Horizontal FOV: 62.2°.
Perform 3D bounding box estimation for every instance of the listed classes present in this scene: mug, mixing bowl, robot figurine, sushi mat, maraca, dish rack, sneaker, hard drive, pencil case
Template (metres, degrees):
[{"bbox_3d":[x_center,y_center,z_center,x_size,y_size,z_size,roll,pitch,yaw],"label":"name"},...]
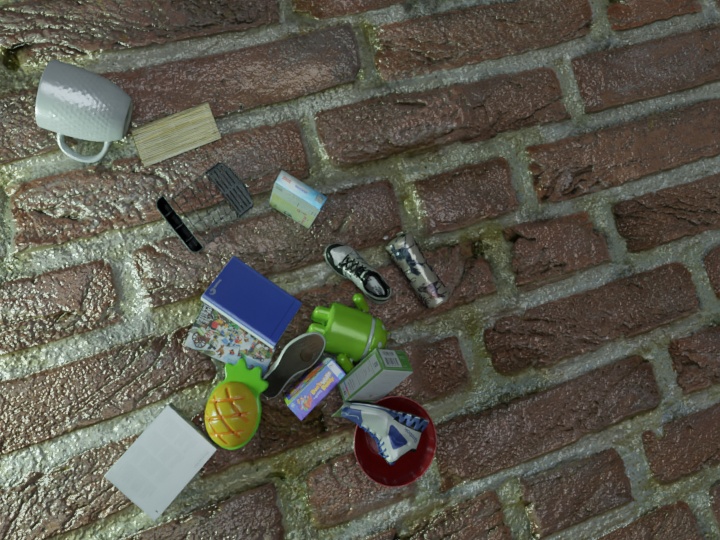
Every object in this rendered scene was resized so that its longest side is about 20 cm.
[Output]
[{"bbox_3d":[-0.612,-0.341,1.333,0.172,0.148,0.203,15,112,-16],"label":"mug"},{"bbox_3d":[0.070,0.395,1.410,0.196,0.108,0.205,1,84,-12],"label":"mixing bowl"},{"bbox_3d":[-0.025,0.149,1.408,0.197,0.116,0.178,20,64,-9],"label":"robot figurine"},{"bbox_3d":[-0.439,-0.325,1.420,0.197,0.012,0.097,-24,91,-12],"label":"sushi mat"},{"bbox_3d":[-0.280,0.301,1.343,0.135,0.107,0.203,22,92,12],"label":"maraca"},{"bbox_3d":[-0.357,-0.154,1.401,0.199,0.055,0.154,-40,94,-12],"label":"dish rack"},{"bbox_3d":[-0.154,0.201,1.372,0.200,0.085,0.073,-42,97,15],"label":"sneaker"},{"bbox_3d":[-0.250,0.071,1.386,0.198,0.025,0.133,34,56,-2],"label":"hard drive"},{"bbox_3d":[0.000,0.000,1.442,0.199,0.088,0.076,38,81,-4],"label":"sneaker"},{"bbox_3d":[0.141,-0.004,1.476,0.077,0.089,0.202,-34,92,16],"label":"pencil case"},{"bbox_3d":[0.050,0.361,1.314,0.196,0.080,0.117,17,80,-11],"label":"sneaker"}]

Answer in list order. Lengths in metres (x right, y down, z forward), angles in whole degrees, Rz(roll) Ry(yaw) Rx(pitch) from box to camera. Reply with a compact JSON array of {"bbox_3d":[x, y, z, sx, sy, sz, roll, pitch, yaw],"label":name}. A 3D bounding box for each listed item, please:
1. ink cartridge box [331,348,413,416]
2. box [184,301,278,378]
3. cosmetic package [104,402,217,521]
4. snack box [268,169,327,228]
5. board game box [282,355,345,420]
[{"bbox_3d":[0.018,0.263,1.388,0.103,0.200,0.060,11,42,-44],"label":"ink cartridge box"},{"bbox_3d":[-0.291,0.149,1.395,0.197,0.038,0.139,24,81,-8],"label":"box"},{"bbox_3d":[-0.441,0.425,1.335,0.151,0.052,0.200,43,79,-3],"label":"cosmetic package"},{"bbox_3d":[-0.147,-0.158,1.368,0.115,0.200,0.038,31,77,-7],"label":"snack box"},{"bbox_3d":[-0.108,0.258,1.340,0.134,0.200,0.045,-44,93,-12],"label":"board game box"}]
